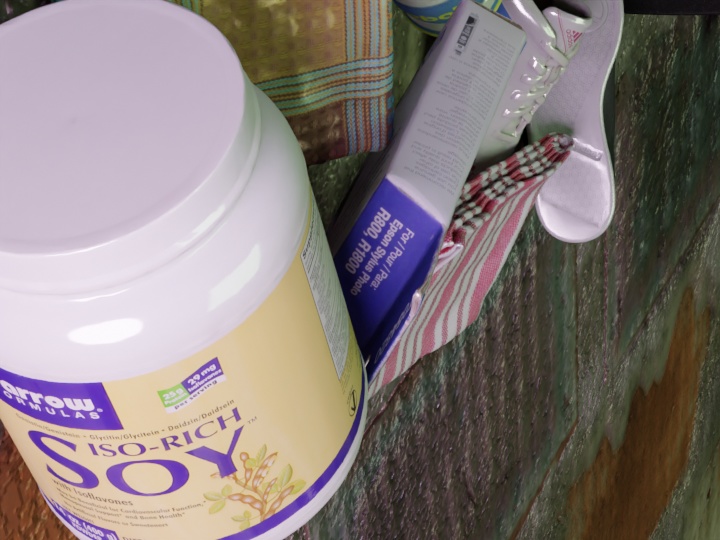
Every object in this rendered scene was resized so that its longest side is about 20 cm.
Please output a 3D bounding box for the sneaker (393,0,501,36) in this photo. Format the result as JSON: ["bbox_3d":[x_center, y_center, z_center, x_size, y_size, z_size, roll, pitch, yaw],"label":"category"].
[{"bbox_3d":[0.059,-0.223,1.027,0.082,0.074,0.200,13,92,-65],"label":"sneaker"}]

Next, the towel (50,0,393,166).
[{"bbox_3d":[-0.053,-0.119,0.798,0.146,0.022,0.200,-16,128,-17],"label":"towel"}]

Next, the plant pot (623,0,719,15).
[{"bbox_3d":[0.265,-0.285,1.321,0.200,0.177,0.200,-65,155,-18],"label":"plant pot"}]

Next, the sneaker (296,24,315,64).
[{"bbox_3d":[-0.030,-0.145,0.861,0.071,0.073,0.200,-41,142,-26],"label":"sneaker"}]

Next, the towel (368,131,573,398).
[{"bbox_3d":[0.056,0.004,1.155,0.200,0.030,0.146,-32,155,-57],"label":"towel"}]

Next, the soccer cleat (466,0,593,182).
[{"bbox_3d":[0.086,-0.119,1.134,0.070,0.086,0.200,-43,142,-51],"label":"soccer cleat"}]

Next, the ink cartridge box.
[{"bbox_3d":[0.000,0.000,0.932,0.200,0.041,0.200,-58,-174,42],"label":"ink cartridge box"}]

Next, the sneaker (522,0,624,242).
[{"bbox_3d":[0.130,-0.119,1.273,0.099,0.071,0.200,-73,161,-87],"label":"sneaker"}]

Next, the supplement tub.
[{"bbox_3d":[-0.082,0.008,0.762,0.145,0.145,0.200,-60,153,-30],"label":"supplement tub"}]
